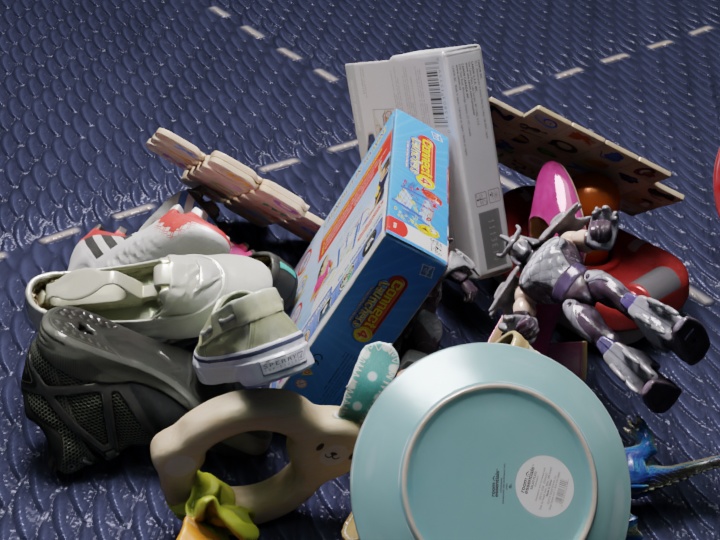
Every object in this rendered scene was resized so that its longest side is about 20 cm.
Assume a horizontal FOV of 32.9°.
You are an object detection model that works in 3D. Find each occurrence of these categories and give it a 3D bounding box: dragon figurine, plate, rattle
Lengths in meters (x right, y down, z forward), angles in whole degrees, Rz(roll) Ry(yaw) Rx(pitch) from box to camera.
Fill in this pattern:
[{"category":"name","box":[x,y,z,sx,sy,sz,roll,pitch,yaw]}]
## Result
[{"category":"dragon figurine","box":[0.181,0.158,0.889,0.198,0.059,0.100,6,35,17]},{"category":"plate","box":[0.092,0.145,0.823,0.198,0.026,0.202,2,75,-8]},{"category":"rattle","box":[-0.037,0.145,0.832,0.198,0.131,0.143,-13,26,-5]}]

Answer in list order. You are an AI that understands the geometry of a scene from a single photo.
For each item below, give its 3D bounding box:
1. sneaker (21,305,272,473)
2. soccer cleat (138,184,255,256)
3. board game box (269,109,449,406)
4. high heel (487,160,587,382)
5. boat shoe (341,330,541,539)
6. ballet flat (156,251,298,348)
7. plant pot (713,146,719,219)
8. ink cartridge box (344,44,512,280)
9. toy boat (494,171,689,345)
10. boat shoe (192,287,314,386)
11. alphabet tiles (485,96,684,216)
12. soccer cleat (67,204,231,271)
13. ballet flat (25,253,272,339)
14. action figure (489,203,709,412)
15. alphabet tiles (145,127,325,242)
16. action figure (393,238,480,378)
[{"category":"sneaker","box":[-0.172,0.115,0.951,0.198,0.115,0.076,24,24,-16]},{"category":"soccer cleat","box":[-0.141,0.001,1.136,0.086,0.070,0.200,-36,47,-7]},{"category":"board game box","box":[0.000,0.000,1.000,0.056,0.200,0.196,26,33,-13]},{"category":"high heel","box":[0.138,0.005,1.036,0.095,0.202,0.067,1,-5,-12]},{"category":"boat shoe","box":[0.053,0.122,0.870,0.200,0.076,0.072,-44,29,-16]},{"category":"ballet flat","box":[-0.151,0.028,1.026,0.199,0.069,0.068,-22,63,-3]},{"category":"plant pot","box":[0.468,-0.094,1.168,0.200,0.202,0.182,27,32,34]},{"category":"ink cartridge box","box":[0.060,-0.099,1.116,0.043,0.202,0.173,-16,13,-26]},{"category":"toy boat","box":[0.205,-0.030,1.115,0.130,0.132,0.200,-25,41,-35]},{"category":"boat shoe","box":[-0.079,0.044,0.873,0.072,0.063,0.200,-15,1,-20]},{"category":"alphabet tiles","box":[0.187,-0.101,1.107,0.199,0.006,0.166,25,-12,-10]},{"category":"soccer cleat","box":[-0.193,-0.004,1.080,0.199,0.069,0.086,-5,49,40]},{"category":"ballet flat","box":[-0.170,0.018,0.959,0.198,0.070,0.070,-7,33,4]},{"category":"action figure","box":[0.174,0.019,0.940,0.069,0.131,0.200,22,15,-48]},{"category":"alphabet tiles","box":[-0.114,-0.074,1.153,0.195,0.015,0.200,30,-9,-14]},{"category":"action figure","box":[0.050,0.052,0.998,0.069,0.131,0.201,12,43,-13]}]
